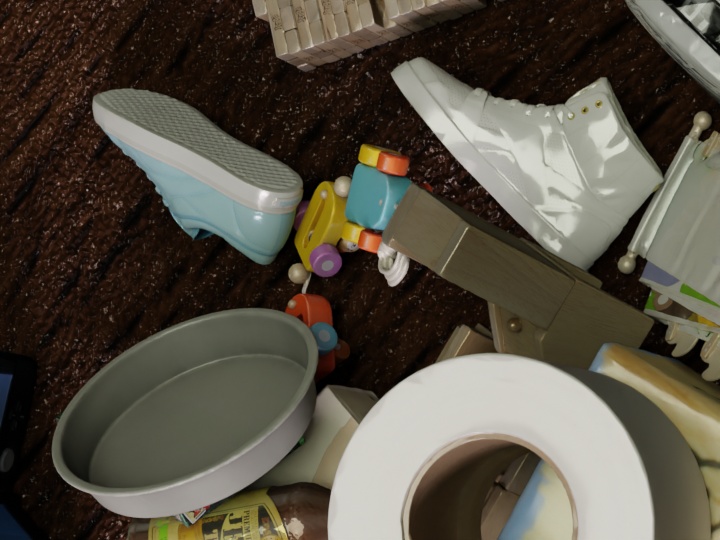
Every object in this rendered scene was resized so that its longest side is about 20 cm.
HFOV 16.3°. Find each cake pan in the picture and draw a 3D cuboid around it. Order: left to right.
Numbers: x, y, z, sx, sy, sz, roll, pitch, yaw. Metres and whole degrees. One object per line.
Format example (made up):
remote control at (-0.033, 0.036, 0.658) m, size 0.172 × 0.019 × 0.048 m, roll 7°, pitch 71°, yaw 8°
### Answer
cake pan at (-0.116, 0.101, 1.737) m, size 0.199 × 0.201 × 0.037 m, roll -13°, pitch 121°, yaw 20°

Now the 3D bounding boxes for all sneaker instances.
sneaker at (-0.131, -0.067, 1.867) m, size 0.200 × 0.074 × 0.082 m, roll 33°, pitch 120°, yaw 33°
sneaker at (0.123, -0.104, 1.771) m, size 0.200 × 0.074 × 0.116 m, roll 45°, pitch 99°, yaw 10°

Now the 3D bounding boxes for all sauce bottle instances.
sauce bottle at (-0.061, 0.178, 1.715) m, size 0.199 × 0.065 × 0.065 m, roll -14°, pitch 79°, yaw 20°

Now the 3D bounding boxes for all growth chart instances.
growth chart at (0.239, -0.012, 1.684) m, size 0.145 × 0.018 × 0.200 m, roll -60°, pitch 32°, yaw 10°

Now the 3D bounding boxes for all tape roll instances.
tape roll at (0.097, 0.153, 1.503) m, size 0.201 × 0.139 × 0.204 m, roll -2°, pitch 84°, yaw 21°

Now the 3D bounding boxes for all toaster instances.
toaster at (0.264, -0.164, 1.685) m, size 0.114 × 0.129 × 0.200 m, roll -46°, pitch 71°, yaw 12°

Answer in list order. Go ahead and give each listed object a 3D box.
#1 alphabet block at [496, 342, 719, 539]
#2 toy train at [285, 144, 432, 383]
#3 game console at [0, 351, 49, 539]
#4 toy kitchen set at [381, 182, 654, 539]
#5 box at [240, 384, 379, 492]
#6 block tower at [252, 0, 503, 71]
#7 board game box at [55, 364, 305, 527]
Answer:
alphabet block at (0.220, 0.182, 1.631) m, size 0.199 × 0.196 × 0.196 m, roll 30°, pitch 97°, yaw 22°
toy train at (0.000, 0.000, 1.791) m, size 0.200 × 0.055 × 0.151 m, roll -44°, pitch 44°, yaw 49°
game console at (-0.262, 0.149, 1.824) m, size 0.118 × 0.200 × 0.174 m, roll 13°, pitch 89°, yaw 22°
toy kitchen set at (0.049, 0.059, 1.690) m, size 0.201 × 0.180 × 0.163 m, roll -60°, pitch 35°, yaw 6°
box at (-0.051, 0.180, 1.795) m, size 0.200 × 0.095 × 0.078 m, roll -47°, pitch 71°, yaw 13°
block tower at (0.024, -0.201, 1.826) m, size 0.199 × 0.054 × 0.058 m, roll -16°, pitch 78°, yaw 20°
board game box at (-0.131, 0.113, 1.790) m, size 0.105 × 0.024 × 0.200 m, roll -38°, pitch 31°, yaw -18°
